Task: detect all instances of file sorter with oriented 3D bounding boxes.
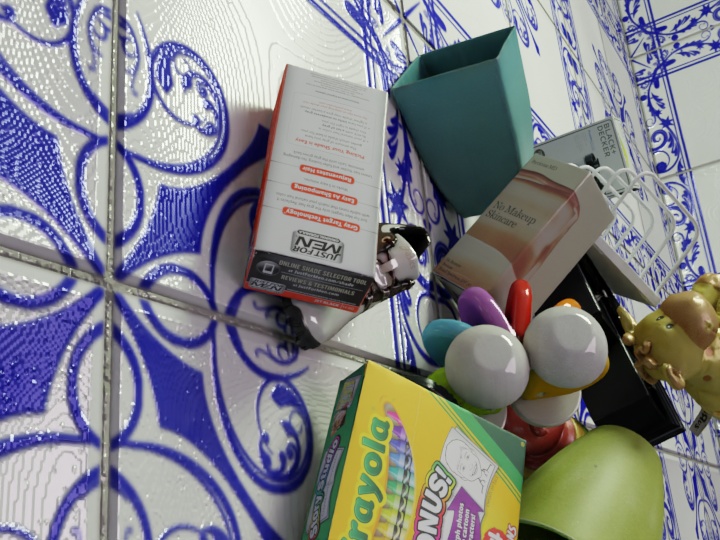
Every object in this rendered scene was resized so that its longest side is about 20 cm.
[{"bbox_3d":[0.335,-0.060,1.092,0.138,0.125,0.200,40,-3,-19],"label":"file sorter"}]

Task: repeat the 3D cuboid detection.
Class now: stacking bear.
[{"bbox_3d":[0.240,0.219,1.007,0.200,0.114,0.121,49,-4,-40],"label":"stacking bear"}]

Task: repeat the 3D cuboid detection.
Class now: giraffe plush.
[{"bbox_3d":[0.391,0.085,0.953,0.160,0.172,0.203,21,87,-28],"label":"giraffe plush"}]

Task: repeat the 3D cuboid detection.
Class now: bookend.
[{"bbox_3d":[0.302,0.101,1.015,0.200,0.091,0.201,43,24,-43],"label":"bookend"}]

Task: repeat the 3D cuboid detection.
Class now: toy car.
[{"bbox_3d":[0.151,0.083,0.838,0.176,0.196,0.152,92,-17,-60],"label":"toy car"}]

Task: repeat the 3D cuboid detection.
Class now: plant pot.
[{"bbox_3d":[0.150,-0.182,1.043,0.203,0.139,0.142,69,28,-23],"label":"plant pot"},{"bbox_3d":[0.251,0.269,0.873,0.200,0.185,0.189,-44,115,-39],"label":"plant pot"}]

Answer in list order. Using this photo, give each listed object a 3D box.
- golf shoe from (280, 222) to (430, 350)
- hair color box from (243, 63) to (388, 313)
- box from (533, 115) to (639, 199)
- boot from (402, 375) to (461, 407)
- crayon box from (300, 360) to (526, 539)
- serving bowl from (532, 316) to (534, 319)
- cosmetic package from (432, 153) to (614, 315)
[{"bbox_3d":[0.000,0.000,0.719,0.079,0.093,0.200,65,31,-16],"label":"golf shoe"},{"bbox_3d":[-0.034,-0.074,0.681,0.100,0.062,0.203,13,55,-11],"label":"hair color box"},{"bbox_3d":[0.322,-0.152,1.256,0.060,0.197,0.119,-7,82,-61],"label":"box"},{"bbox_3d":[0.062,0.222,0.729,0.203,0.075,0.169,67,26,-22],"label":"boot"},{"bbox_3d":[0.044,0.202,0.642,0.171,0.058,0.203,29,53,-20],"label":"crayon box"},{"bbox_3d":[0.221,0.068,1.102,0.199,0.065,0.204,37,45,-47],"label":"serving bowl"},{"bbox_3d":[0.196,-0.031,0.964,0.200,0.103,0.087,-48,126,-9],"label":"cosmetic package"}]
